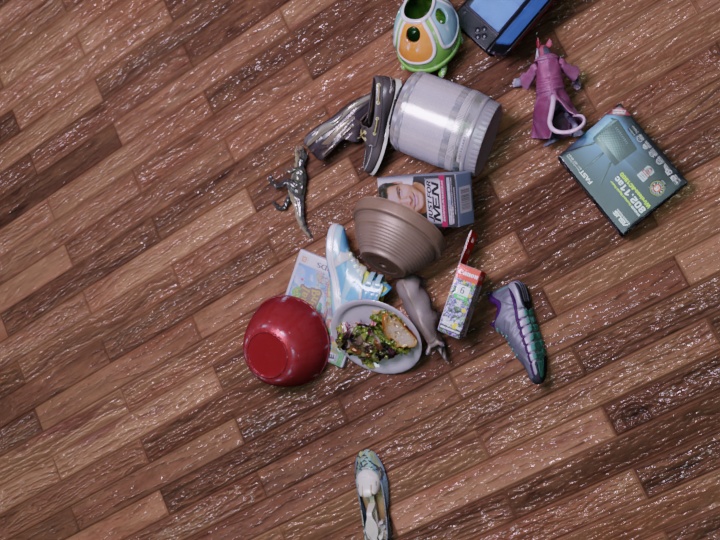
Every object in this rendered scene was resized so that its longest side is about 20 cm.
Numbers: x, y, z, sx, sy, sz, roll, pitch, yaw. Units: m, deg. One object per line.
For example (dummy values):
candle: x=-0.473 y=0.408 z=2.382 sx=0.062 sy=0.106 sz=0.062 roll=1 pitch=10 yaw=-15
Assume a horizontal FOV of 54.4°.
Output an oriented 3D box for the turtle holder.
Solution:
turtle holder: x=0.141 y=-0.496 z=1.403 sx=0.186 sy=0.132 sz=0.140 roll=-47 pitch=59 yaw=-6

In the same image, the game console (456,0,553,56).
game console: x=0.296 y=-0.537 z=1.379 sx=0.172 sy=0.118 sz=0.201 roll=45 pitch=99 yaw=13

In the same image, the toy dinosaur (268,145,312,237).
toy dinosaur: x=-0.153 y=-0.172 z=1.537 sx=0.085 sy=0.047 sz=0.207 roll=-3 pitch=90 yaw=9

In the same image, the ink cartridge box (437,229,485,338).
ink cartridge box: x=0.213 y=0.029 z=1.388 sx=0.049 sy=0.109 sz=0.205 roll=19 pitch=93 yaw=15

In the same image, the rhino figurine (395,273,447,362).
rhino figurine: x=0.129 y=0.094 z=1.421 sx=0.059 sy=0.087 sz=0.204 roll=-26 pitch=84 yaw=15

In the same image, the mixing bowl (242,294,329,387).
mixing bowl: x=-0.173 y=0.164 z=1.476 sx=0.194 sy=0.108 sz=0.207 roll=4 pitch=102 yaw=20

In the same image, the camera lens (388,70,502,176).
camera lens: x=0.164 y=-0.290 z=1.387 sx=0.196 sy=0.160 sz=0.164 roll=24 pitch=94 yaw=15

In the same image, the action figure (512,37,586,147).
action figure: x=0.357 y=-0.347 z=1.343 sx=0.130 sy=0.148 sz=0.206 roll=-11 pitch=92 yaw=19

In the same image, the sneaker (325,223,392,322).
sneaker: x=0.000 y=0.000 z=1.448 sx=0.127 sy=0.079 sz=0.207 roll=-5 pitch=95 yaw=17

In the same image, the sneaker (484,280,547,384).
sneaker: x=0.308 y=0.128 z=1.388 sx=0.086 sy=0.074 sz=0.206 roll=-19 pitch=75 yaw=31

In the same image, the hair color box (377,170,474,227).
hair color box: x=0.127 y=-0.140 z=1.392 sx=0.197 sy=0.060 sz=0.102 roll=4 pitch=104 yaw=43

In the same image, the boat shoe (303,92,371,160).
boat shoe: x=-0.028 y=-0.308 z=1.499 sx=0.197 sy=0.075 sz=0.074 roll=-33 pitch=105 yaw=8

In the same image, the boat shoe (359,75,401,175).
boat shoe: x=0.030 y=-0.299 z=1.447 sx=0.059 sy=0.072 sz=0.206 roll=9 pitch=114 yaw=-16

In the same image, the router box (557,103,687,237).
router box: x=0.496 y=-0.190 z=1.338 sx=0.149 sy=0.062 sz=0.202 roll=-40 pitch=78 yaw=12

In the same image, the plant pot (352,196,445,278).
plant pot: x=0.062 y=-0.050 z=1.378 sx=0.196 sy=0.202 sz=0.095 roll=22 pitch=74 yaw=16

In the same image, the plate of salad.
plate of salad: x=0.028 y=0.143 z=1.418 sx=0.194 sy=0.049 sz=0.204 roll=12 pitch=132 yaw=14

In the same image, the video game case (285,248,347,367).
video game case: x=-0.083 y=0.081 z=1.517 sx=0.178 sy=0.022 sz=0.205 roll=21 pitch=94 yaw=16

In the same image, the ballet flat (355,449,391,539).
ballet flat: x=0.025 y=0.477 z=1.448 sx=0.072 sy=0.074 sz=0.206 roll=-14 pitch=84 yaw=15
